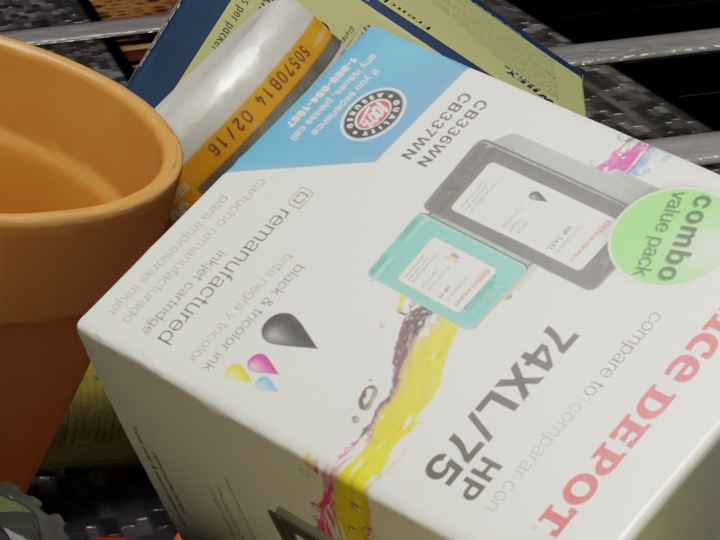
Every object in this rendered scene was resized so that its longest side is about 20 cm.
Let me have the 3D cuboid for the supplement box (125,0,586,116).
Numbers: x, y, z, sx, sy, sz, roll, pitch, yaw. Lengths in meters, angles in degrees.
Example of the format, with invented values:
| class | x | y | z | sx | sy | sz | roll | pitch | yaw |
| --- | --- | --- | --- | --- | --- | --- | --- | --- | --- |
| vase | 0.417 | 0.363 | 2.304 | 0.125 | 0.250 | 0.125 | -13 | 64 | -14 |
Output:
| class | x | y | z | sx | sy | sz | roll | pitch | yaw |
| --- | --- | --- | --- | --- | --- | --- | --- | --- | --- |
| supplement box | -0.005 | -0.078 | 1.357 | 0.199 | 0.135 | 0.200 | 33 | 14 | -6 |

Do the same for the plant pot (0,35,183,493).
| class | x | y | z | sx | sy | sz | roll | pitch | yaw |
| --- | --- | --- | --- | --- | --- | --- | --- | --- | --- |
| plant pot | -0.174 | 0.003 | 0.989 | 0.199 | 0.141 | 0.200 | 12 | 22 | -5 |

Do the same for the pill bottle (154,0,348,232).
| class | x | y | z | sx | sy | sz | roll | pitch | yaw |
| --- | --- | --- | --- | --- | --- | --- | --- | --- | --- |
| pill bottle | 0.000 | 0.000 | 1.088 | 0.116 | 0.200 | 0.116 | -44 | 8 | 8 |

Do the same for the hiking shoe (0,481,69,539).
| class | x | y | z | sx | sy | sz | roll | pitch | yaw |
| --- | --- | --- | --- | --- | --- | --- | --- | --- | --- |
| hiking shoe | -0.093 | 0.133 | 0.876 | 0.199 | 0.076 | 0.101 | 14 | 38 | 35 |

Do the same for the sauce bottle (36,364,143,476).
| class | x | y | z | sx | sy | sz | roll | pitch | yaw |
| --- | --- | --- | --- | --- | --- | --- | --- | --- | --- |
| sauce bottle | -0.152 | 0.055 | 1.157 | 0.199 | 0.066 | 0.066 | -1 | 11 | -32 |

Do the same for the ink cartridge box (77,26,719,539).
| class | x | y | z | sx | sy | sz | roll | pitch | yaw |
| --- | --- | --- | --- | --- | --- | --- | --- | --- | --- |
| ink cartridge box | 0.048 | 0.050 | 0.848 | 0.199 | 0.146 | 0.147 | 26 | 62 | 36 |

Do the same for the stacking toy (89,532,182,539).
| class | x | y | z | sx | sy | sz | roll | pitch | yaw |
| --- | --- | --- | --- | --- | --- | --- | --- | --- | --- |
| stacking toy | -0.016 | 0.106 | 0.966 | 0.199 | 0.086 | 0.085 | -8 | 15 | 2 |
